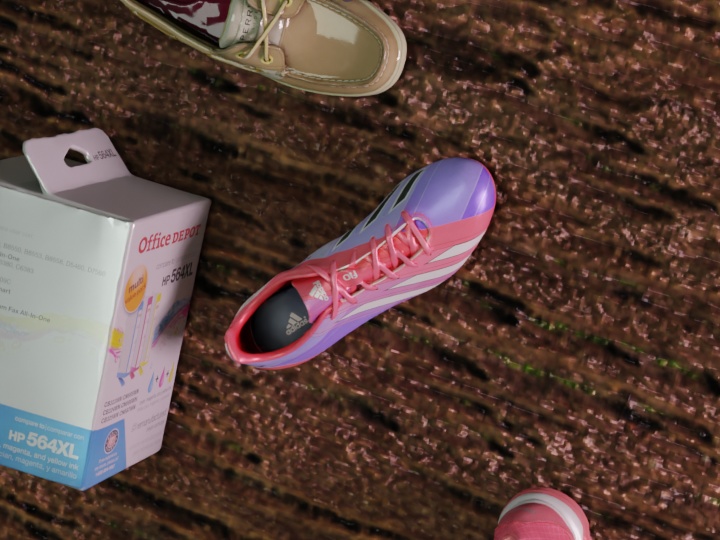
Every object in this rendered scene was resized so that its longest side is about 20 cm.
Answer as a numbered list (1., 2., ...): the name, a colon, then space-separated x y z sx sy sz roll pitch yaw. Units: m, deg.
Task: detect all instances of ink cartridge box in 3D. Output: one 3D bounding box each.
1. ink cartridge box: -0.188 0.016 1.768 0.125 0.128 0.201 16 104 16

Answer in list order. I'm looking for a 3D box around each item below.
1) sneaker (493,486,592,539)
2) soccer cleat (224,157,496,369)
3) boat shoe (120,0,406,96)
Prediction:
1. sneaker: 0.119 0.240 1.721 0.073 0.087 0.201 -18 92 22
2. soccer cleat: 0.000 0.000 1.734 0.200 0.076 0.067 -34 86 21
3. boat shoe: -0.070 -0.156 1.741 0.199 0.066 0.074 18 104 16
